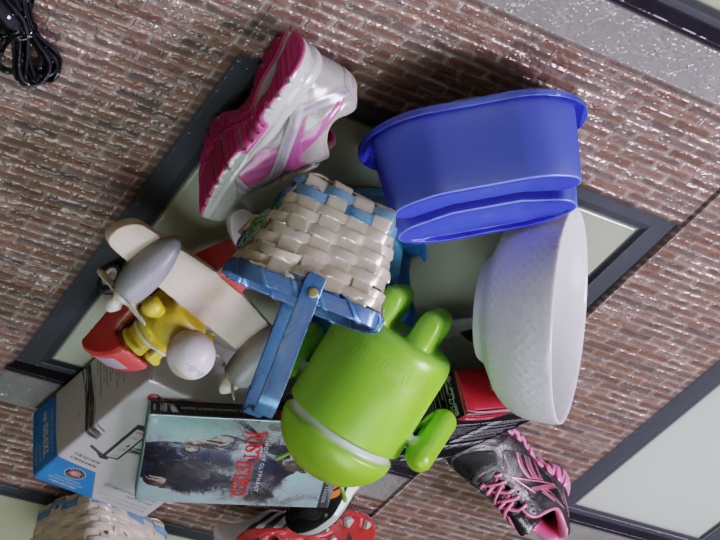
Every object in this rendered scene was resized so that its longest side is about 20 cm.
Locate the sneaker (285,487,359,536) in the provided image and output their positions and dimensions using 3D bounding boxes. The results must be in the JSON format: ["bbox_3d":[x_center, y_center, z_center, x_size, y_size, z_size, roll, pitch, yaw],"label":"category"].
[{"bbox_3d":[-0.037,0.205,1.816,0.090,0.070,0.200,27,126,-27],"label":"sneaker"}]

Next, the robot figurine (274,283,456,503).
[{"bbox_3d":[0.004,0.110,1.547,0.175,0.116,0.200,32,98,7],"label":"robot figurine"}]

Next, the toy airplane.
[{"bbox_3d":[-0.143,0.033,1.530,0.199,0.142,0.200,5,139,-14],"label":"toy airplane"}]

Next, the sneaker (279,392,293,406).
[{"bbox_3d":[-0.112,0.174,1.740,0.200,0.074,0.081,-33,167,20],"label":"sneaker"}]

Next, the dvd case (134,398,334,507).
[{"bbox_3d":[-0.117,0.183,1.672,0.199,0.022,0.146,4,137,-13],"label":"dvd case"}]

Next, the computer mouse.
[{"bbox_3d":[-0.344,-0.170,1.326,0.199,0.053,0.139,-10,141,3],"label":"computer mouse"}]

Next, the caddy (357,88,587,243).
[{"bbox_3d":[0.099,-0.098,1.443,0.199,0.105,0.141,-10,164,0],"label":"caddy"}]

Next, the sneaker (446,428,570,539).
[{"bbox_3d":[0.168,0.241,1.863,0.079,0.096,0.200,-33,133,30],"label":"sneaker"}]

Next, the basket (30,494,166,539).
[{"bbox_3d":[-0.281,0.353,1.831,0.139,0.201,0.176,-29,135,23],"label":"basket"}]

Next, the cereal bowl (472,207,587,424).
[{"bbox_3d":[0.153,0.038,1.552,0.083,0.201,0.200,5,143,16],"label":"cereal bowl"}]

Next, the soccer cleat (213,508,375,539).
[{"bbox_3d":[-0.073,0.299,1.925,0.199,0.085,0.069,-4,108,-36],"label":"soccer cleat"}]

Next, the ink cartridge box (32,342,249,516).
[{"bbox_3d":[-0.215,0.150,1.703,0.146,0.085,0.200,27,130,-33],"label":"ink cartridge box"}]

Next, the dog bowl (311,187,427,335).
[{"bbox_3d":[0.000,0.000,1.585,0.111,0.050,0.200,-1,141,-7],"label":"dog bowl"}]

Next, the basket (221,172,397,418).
[{"bbox_3d":[-0.052,0.028,1.417,0.139,0.201,0.176,18,172,-8],"label":"basket"}]

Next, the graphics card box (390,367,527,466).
[{"bbox_3d":[0.087,0.146,1.676,0.125,0.051,0.200,-2,160,-37],"label":"graphics card box"}]

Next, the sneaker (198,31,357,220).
[{"bbox_3d":[-0.070,-0.106,1.422,0.088,0.082,0.200,20,134,-27],"label":"sneaker"}]

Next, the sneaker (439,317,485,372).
[{"bbox_3d":[0.099,0.075,1.689,0.199,0.072,0.072,-11,113,-14],"label":"sneaker"}]
